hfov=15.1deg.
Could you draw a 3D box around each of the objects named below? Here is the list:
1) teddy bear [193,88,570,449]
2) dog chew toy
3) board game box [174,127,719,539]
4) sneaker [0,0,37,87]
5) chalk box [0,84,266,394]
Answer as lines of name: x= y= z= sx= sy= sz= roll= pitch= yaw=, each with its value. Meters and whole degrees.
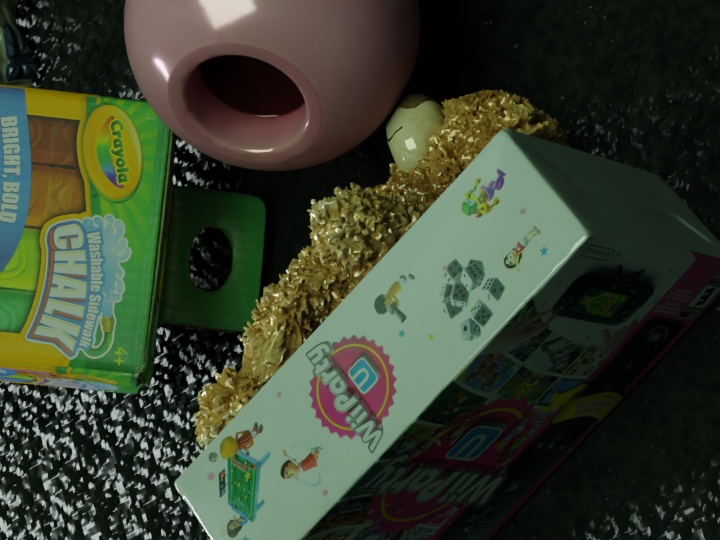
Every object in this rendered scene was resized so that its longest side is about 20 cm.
teddy bear: x=0.000 y=0.000 z=1.136 sx=0.067 sy=0.145 sz=0.200 roll=42 pitch=111 yaw=22
dog chew toy: x=-0.028 y=-0.137 z=1.170 sx=0.124 sy=0.125 sz=0.200 roll=-18 pitch=38 yaw=30
board game box: x=0.042 y=0.043 z=1.094 sx=0.200 sy=0.148 sz=0.064 roll=-47 pitch=63 yaw=19
sneaker: x=-0.209 y=-0.113 z=1.343 sx=0.085 sy=0.077 sz=0.200 roll=-2 pitch=73 yaw=43
chalk box: x=-0.143 y=-0.013 z=1.217 sx=0.200 sy=0.124 sz=0.125 roll=5 pitch=84 yaw=-3
